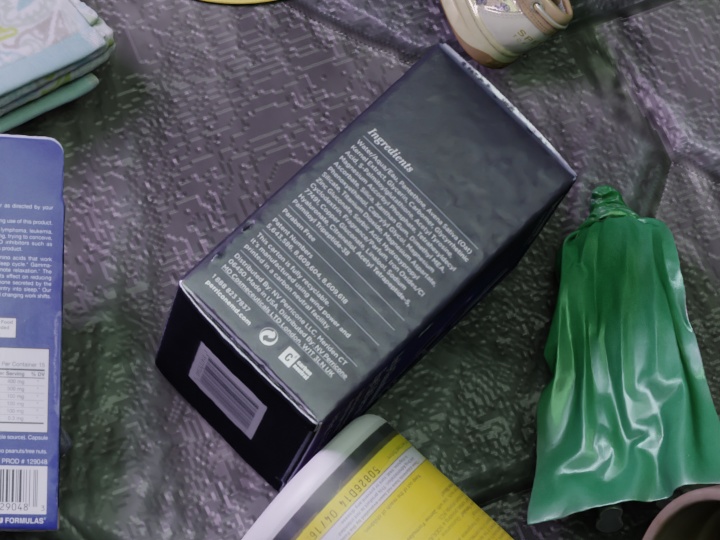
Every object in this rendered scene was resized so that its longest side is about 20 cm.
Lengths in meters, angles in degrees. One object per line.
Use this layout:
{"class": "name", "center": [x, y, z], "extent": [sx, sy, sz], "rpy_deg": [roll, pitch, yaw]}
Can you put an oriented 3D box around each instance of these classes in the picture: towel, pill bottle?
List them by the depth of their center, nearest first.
{"class": "pill bottle", "center": [0.039, 0.177, 1.373], "extent": [0.200, 0.112, 0.112], "rpy_deg": [43, 71, 6]}
{"class": "towel", "center": [-0.253, -0.135, 1.432], "extent": [0.200, 0.048, 0.171], "rpy_deg": [-29, 69, -33]}

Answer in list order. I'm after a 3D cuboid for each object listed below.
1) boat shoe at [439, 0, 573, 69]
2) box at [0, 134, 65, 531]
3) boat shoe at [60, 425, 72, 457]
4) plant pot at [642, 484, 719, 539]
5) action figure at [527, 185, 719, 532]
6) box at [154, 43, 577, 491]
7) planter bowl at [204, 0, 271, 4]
{"class": "boat shoe", "center": [0.062, -0.216, 1.516], "extent": [0.073, 0.063, 0.201], "rpy_deg": [-14, 80, -56]}
{"class": "box", "center": [-0.211, 0.030, 1.351], "extent": [0.121, 0.032, 0.201], "rpy_deg": [3, 85, -17]}
{"class": "boat shoe", "center": [-0.226, 0.028, 1.400], "extent": [0.068, 0.072, 0.200], "rpy_deg": [-37, 84, -16]}
{"class": "plant pot", "center": [0.263, 0.192, 1.380], "extent": [0.173, 0.200, 0.201], "rpy_deg": [-12, 74, -30]}
{"class": "action figure", "center": [0.143, 0.041, 1.457], "extent": [0.118, 0.055, 0.201], "rpy_deg": [-9, 60, 13]}
{"class": "box", "center": [0.000, 0.000, 1.405], "extent": [0.104, 0.148, 0.200], "rpy_deg": [45, 72, 6]}
{"class": "planter bowl", "center": [-0.069, -0.259, 1.511], "extent": [0.199, 0.083, 0.201], "rpy_deg": [3, 72, -9]}
